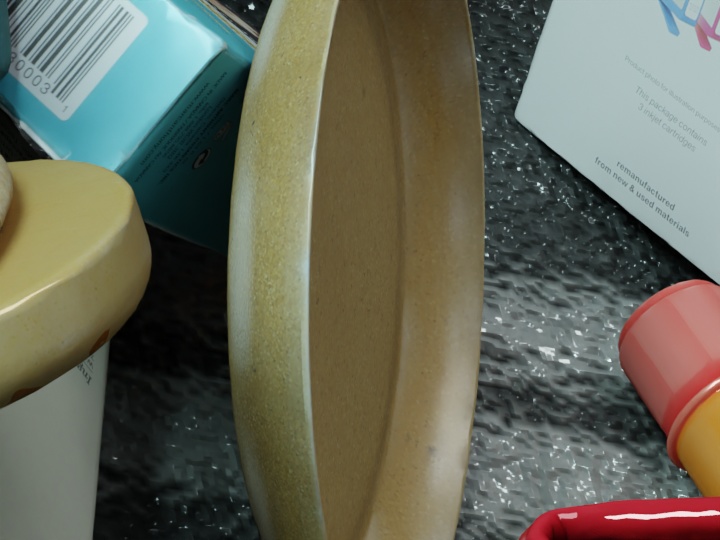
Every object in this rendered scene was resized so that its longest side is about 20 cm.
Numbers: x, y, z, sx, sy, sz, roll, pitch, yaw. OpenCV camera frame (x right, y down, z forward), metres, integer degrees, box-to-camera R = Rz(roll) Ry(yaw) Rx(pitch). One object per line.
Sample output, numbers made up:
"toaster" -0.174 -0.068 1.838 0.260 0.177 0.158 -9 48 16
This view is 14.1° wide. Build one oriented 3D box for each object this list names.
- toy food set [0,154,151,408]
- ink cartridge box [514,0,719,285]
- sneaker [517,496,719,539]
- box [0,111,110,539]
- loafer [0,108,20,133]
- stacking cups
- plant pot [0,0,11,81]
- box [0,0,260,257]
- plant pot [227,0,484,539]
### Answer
"toy food set" -0.152 0.030 0.597 0.200 0.198 0.049 -41 114 -31
"ink cartridge box" 0.159 -0.109 0.925 0.129 0.200 0.125 -11 40 -40
"sneaker" 0.105 0.132 0.699 0.200 0.116 0.078 31 37 3
"box" -0.108 0.048 0.674 0.082 0.068 0.200 52 24 -33
"loafer" -0.162 -0.078 0.735 0.200 0.070 0.070 54 -3 -29
"stacking cups" 0.141 0.083 0.829 0.060 0.061 0.200 0 45 -33
"plant pot" -0.167 -0.092 0.576 0.141 0.141 0.200 -4 8 7
"box" -0.051 -0.048 0.775 0.082 0.049 0.200 42 4 14
"plant pot" 0.000 0.000 0.743 0.027 0.200 0.200 2 36 13
